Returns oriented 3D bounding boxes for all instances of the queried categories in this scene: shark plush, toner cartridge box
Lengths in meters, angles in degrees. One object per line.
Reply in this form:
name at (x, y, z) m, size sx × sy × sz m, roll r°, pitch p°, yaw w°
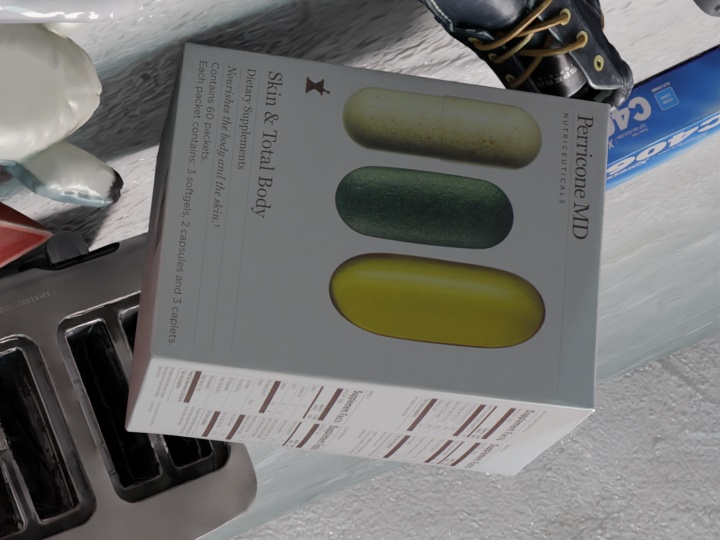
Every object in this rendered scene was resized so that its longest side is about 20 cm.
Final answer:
shark plush at (-0.168, -0.058, 0.804) m, size 0.083 × 0.091 × 0.200 m, roll 4°, pitch -165°, yaw 37°
toner cartridge box at (0.222, -0.110, 1.512) m, size 0.200 × 0.043 × 0.095 m, roll -26°, pitch 171°, yaw -2°

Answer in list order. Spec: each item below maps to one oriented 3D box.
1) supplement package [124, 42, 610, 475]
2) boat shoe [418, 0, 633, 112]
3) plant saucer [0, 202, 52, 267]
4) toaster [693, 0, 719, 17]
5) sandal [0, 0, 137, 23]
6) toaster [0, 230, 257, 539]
supplement package at (0.000, 0.000, 1.021) m, size 0.200 × 0.152 × 0.151 m, roll 7°, pitch 162°, yaw -8°
boat shoe at (0.077, -0.119, 1.002) m, size 0.071 × 0.091 × 0.200 m, roll -30°, pitch 169°, yaw 20°
plant saucer at (-0.263, 0.006, 0.958) m, size 0.200 × 0.037 × 0.200 m, roll -27°, pitch 169°, yaw 12°
toaster at (0.181, -0.192, 0.791) m, size 0.114 × 0.129 × 0.200 m, roll -15°, pitch 165°, yaw -49°
sandal at (-0.157, -0.103, 0.615) m, size 0.206 × 0.059 × 0.079 m, roll -3°, pitch -175°, yaw -41°
toaster at (-0.172, 0.092, 1.137) m, size 0.181 × 0.200 × 0.119 m, roll -19°, pitch 177°, yaw -29°
